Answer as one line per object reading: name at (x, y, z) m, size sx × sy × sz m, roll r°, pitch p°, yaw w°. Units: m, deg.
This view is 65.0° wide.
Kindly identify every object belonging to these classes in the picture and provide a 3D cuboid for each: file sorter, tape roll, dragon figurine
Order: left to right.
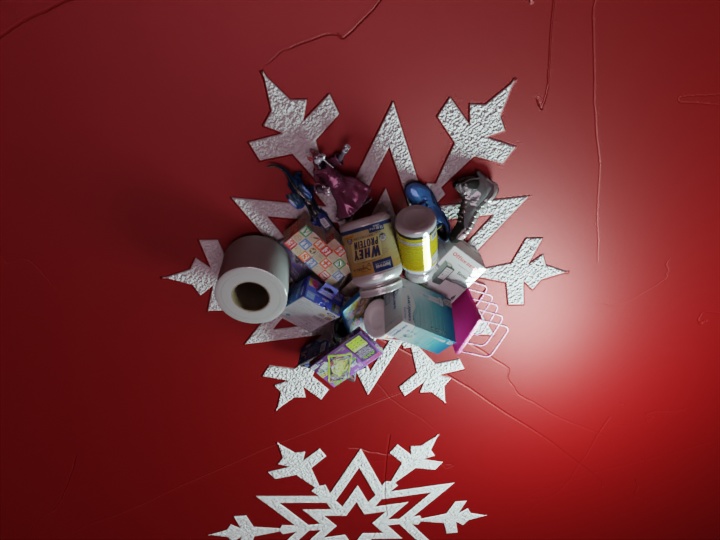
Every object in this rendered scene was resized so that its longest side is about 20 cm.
tape roll at (-0.294, 0.026, 1.567) m, size 0.197 × 0.141 × 0.206 m, roll 0°, pitch 128°, yaw 0°
dragon figurine at (-0.156, -0.201, 1.459) m, size 0.058 × 0.100 × 0.200 m, roll -35°, pitch 123°, yaw 18°
file sorter at (0.343, 0.142, 1.714) m, size 0.123 × 0.202 × 0.141 m, roll 15°, pitch 123°, yaw -21°

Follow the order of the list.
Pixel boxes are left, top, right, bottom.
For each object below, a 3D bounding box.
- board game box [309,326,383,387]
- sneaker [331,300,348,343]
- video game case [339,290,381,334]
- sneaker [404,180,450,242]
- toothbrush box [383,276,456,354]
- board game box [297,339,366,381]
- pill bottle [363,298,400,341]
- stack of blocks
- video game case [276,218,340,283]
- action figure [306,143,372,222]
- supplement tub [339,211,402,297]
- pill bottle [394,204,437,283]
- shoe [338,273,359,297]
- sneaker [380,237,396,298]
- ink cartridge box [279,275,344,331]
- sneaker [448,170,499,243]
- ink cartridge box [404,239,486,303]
board game box at (-0.042, 0.258, 1.669) m, size 0.198 × 0.033 × 0.120 m, roll -36°, pitch 118°, yaw 17°
sneaker at (-0.058, 0.196, 1.763) m, size 0.065 × 0.091 × 0.204 m, roll -3°, pitch 126°, yaw -4°
video game case at (0.009, 0.127, 1.689) m, size 0.143 × 0.018 × 0.202 m, roll -43°, pitch 148°, yaw -20°
sneaker at (0.191, -0.160, 1.551) m, size 0.065 × 0.079 × 0.201 m, roll -31°, pitch 122°, yaw 17°
toothbrush box at (0.165, 0.129, 1.594) m, size 0.197 × 0.149 × 0.085 m, roll 23°, pitch 137°, yaw -29°
board game box at (-0.067, 0.284, 1.792) m, size 0.197 × 0.063 × 0.199 m, roll 26°, pitch 148°, yaw -25°
pill bottle at (0.109, 0.153, 1.704) m, size 0.114 × 0.115 × 0.198 m, roll -45°, pitch 146°, yaw 23°
stack of blocks at (-0.107, -0.062, 1.569) m, size 0.114 × 0.059 × 0.200 m, roll -36°, pitch 122°, yaw 18°
video game case at (-0.145, -0.062, 1.612) m, size 0.197 × 0.019 × 0.144 m, roll -29°, pitch 124°, yaw 14°
action figure at (-0.064, -0.237, 1.469) m, size 0.200 × 0.148 × 0.134 m, roll 45°, pitch 77°, yaw -14°
supplement tub at (0.033, -0.042, 1.515) m, size 0.141 × 0.144 × 0.205 m, roll -15°, pitch 95°, yaw 4°
pill bottle at (0.154, -0.066, 1.532) m, size 0.109 × 0.114 × 0.203 m, roll -10°, pitch 134°, yaw 0°
shoe at (0.000, 0.000, 1.643) m, size 0.052 × 0.071 × 0.202 m, roll 16°, pitch 124°, yaw -28°
sneaker at (0.080, 0.005, 1.655) m, size 0.078 × 0.075 × 0.204 m, roll -2°, pitch 127°, yaw -6°
ink cartridge box at (-0.140, 0.096, 1.642) m, size 0.135 × 0.078 × 0.198 m, roll 30°, pitch 145°, yaw -26°
sneaker at (0.278, -0.183, 1.543) m, size 0.114 × 0.075 × 0.202 m, roll 35°, pitch 94°, yaw -19°
ink cartridge box at (0.250, 0.005, 1.671) m, size 0.144 × 0.085 × 0.200 m, roll 30°, pitch 117°, yaw -26°
